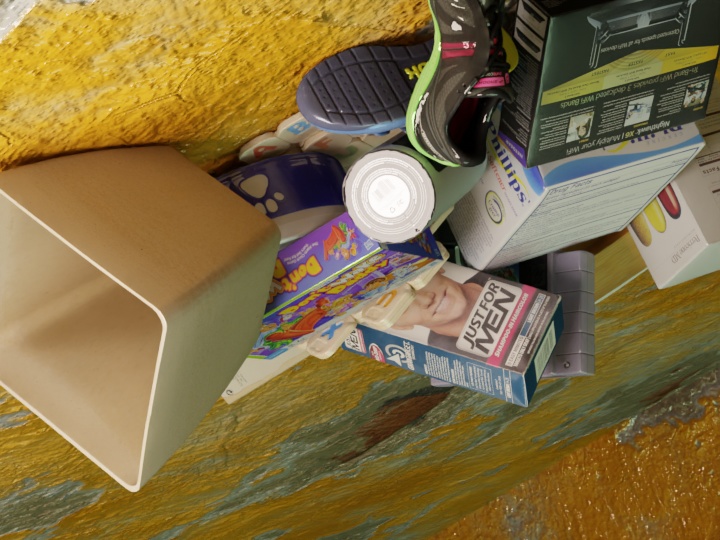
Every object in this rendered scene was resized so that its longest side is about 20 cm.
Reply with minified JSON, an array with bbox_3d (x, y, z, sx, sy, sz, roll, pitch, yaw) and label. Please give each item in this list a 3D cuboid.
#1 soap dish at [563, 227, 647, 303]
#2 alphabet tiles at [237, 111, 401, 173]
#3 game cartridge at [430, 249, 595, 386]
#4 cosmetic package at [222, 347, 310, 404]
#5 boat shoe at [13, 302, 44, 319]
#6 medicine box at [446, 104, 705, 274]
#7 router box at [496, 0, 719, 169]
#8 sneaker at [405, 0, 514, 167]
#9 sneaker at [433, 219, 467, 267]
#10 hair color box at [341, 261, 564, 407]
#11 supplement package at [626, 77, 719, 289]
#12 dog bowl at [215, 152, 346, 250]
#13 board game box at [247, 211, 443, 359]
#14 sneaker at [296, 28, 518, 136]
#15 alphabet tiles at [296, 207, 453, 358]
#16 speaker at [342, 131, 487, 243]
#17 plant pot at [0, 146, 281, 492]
[{"bbox_3d":[0.264,-0.063,1.967,0.081,0.158,0.200,13,142,-39],"label":"soap dish"},{"bbox_3d":[-0.022,-0.113,1.633,0.200,0.015,0.196,-29,163,16],"label":"alphabet tiles"},{"bbox_3d":[0.152,0.049,1.856,0.200,0.130,0.038,-9,170,43],"label":"game cartridge"},{"bbox_3d":[-0.071,0.047,1.891,0.200,0.073,0.104,-31,-166,24],"label":"cosmetic package"},{"bbox_3d":[-0.268,0.027,1.609,0.072,0.072,0.200,-31,162,23],"label":"boat shoe"},{"bbox_3d":[0.196,-0.098,1.731,0.182,0.103,0.200,-17,162,-24],"label":"medicine box"},{"bbox_3d":[0.223,-0.186,1.574,0.200,0.052,0.157,-16,134,-25],"label":"router box"},{"bbox_3d":[0.092,-0.171,1.405,0.077,0.084,0.200,-16,128,-33],"label":"sneaker"},{"bbox_3d":[0.064,0.004,1.867,0.115,0.201,0.076,-5,177,44],"label":"sneaker"},{"bbox_3d":[0.086,0.050,1.749,0.100,0.200,0.061,-61,156,-30],"label":"hair color box"},{"bbox_3d":[0.323,-0.102,1.827,0.109,0.200,0.114,-17,161,-25],"label":"supplement package"},{"bbox_3d":[-0.092,-0.025,1.642,0.200,0.079,0.200,-22,164,-6],"label":"dog bowl"},{"bbox_3d":[-0.042,0.013,1.609,0.200,0.045,0.134,-30,163,22],"label":"board game box"},{"bbox_3d":[0.036,-0.148,1.507,0.200,0.074,0.082,-16,164,-25],"label":"sneaker"},{"bbox_3d":[0.000,0.000,1.734,0.196,0.015,0.200,-51,-150,-13],"label":"alphabet tiles"},{"bbox_3d":[0.050,-0.082,1.555,0.081,0.081,0.200,-31,-177,21],"label":"speaker"},{"bbox_3d":[-0.178,0.015,1.450,0.177,0.200,0.200,-35,151,-41],"label":"plant pot"}]
